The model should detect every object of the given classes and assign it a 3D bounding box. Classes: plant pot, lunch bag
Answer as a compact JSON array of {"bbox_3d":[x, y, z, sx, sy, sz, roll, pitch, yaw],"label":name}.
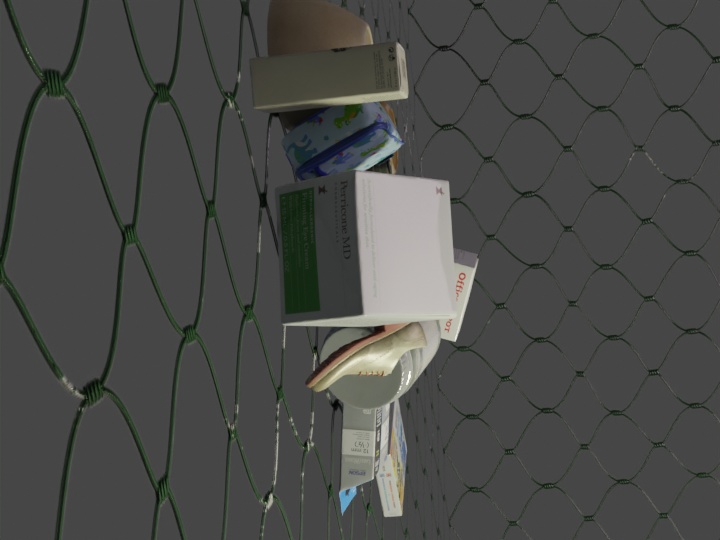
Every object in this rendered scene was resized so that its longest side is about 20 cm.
[{"bbox_3d":[-0.050,-0.313,1.623,0.200,0.134,0.201,-4,90,-82],"label":"plant pot"},{"bbox_3d":[-0.028,-0.189,1.626,0.083,0.160,0.200,62,8,7],"label":"lunch bag"},{"bbox_3d":[0.071,-0.328,2.734,0.200,0.027,0.201,-4,90,-80],"label":"plant pot"}]

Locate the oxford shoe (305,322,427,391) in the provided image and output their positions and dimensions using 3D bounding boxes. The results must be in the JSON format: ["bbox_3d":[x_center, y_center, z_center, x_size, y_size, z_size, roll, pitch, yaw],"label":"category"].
[{"bbox_3d":[0.012,0.134,1.635,0.074,0.200,0.071,60,-9,-5],"label":"oxford shoe"}]

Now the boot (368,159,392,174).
[{"bbox_3d":[-0.009,-0.178,1.826,0.068,0.130,0.201,-66,151,-72],"label":"boot"}]

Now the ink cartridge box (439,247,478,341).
[{"bbox_3d":[0.093,0.024,1.916,0.083,0.199,0.147,-61,164,-72],"label":"ink cartridge box"}]

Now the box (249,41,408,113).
[{"bbox_3d":[-0.040,-0.254,1.443,0.082,0.199,0.069,-18,103,-82],"label":"box"}]

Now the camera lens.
[{"bbox_3d":[0.035,0.123,1.798,0.200,0.160,0.160,-42,129,-62],"label":"camera lens"}]

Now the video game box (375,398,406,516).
[{"bbox_3d":[0.063,0.384,2.308,0.200,0.047,0.183,-82,162,-54],"label":"video game box"}]

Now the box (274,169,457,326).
[{"bbox_3d":[0.008,-0.025,1.517,0.200,0.171,0.200,2,83,-46],"label":"box"}]

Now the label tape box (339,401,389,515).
[{"bbox_3d":[0.008,0.307,1.879,0.143,0.066,0.201,-16,107,-79],"label":"label tape box"}]
